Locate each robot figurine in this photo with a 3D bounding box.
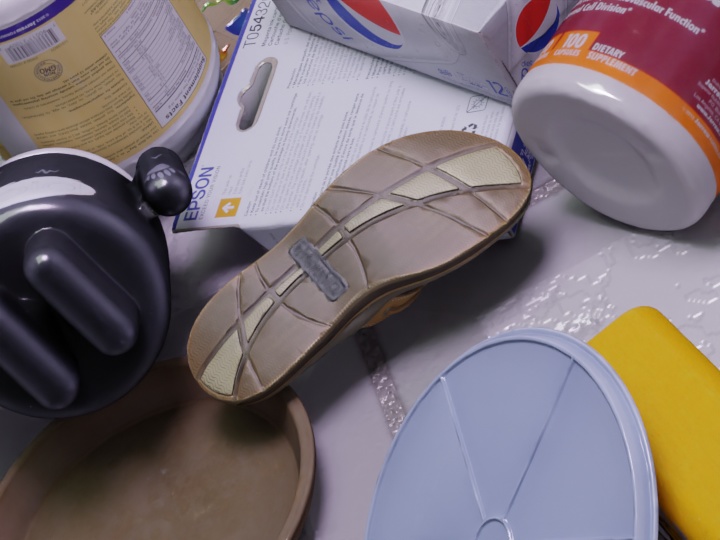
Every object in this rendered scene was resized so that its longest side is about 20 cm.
[{"bbox_3d":[-0.160,0.007,1.415,0.150,0.125,0.200,-6,15,-4],"label":"robot figurine"}]

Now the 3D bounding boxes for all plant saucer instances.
[{"bbox_3d":[-0.108,0.129,1.362,0.200,0.029,0.200,-19,43,19],"label":"plant saucer"}]

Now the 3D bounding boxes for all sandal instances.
[{"bbox_3d":[0.000,0.000,1.370,0.200,0.054,0.080,-38,65,3],"label":"sandal"}]

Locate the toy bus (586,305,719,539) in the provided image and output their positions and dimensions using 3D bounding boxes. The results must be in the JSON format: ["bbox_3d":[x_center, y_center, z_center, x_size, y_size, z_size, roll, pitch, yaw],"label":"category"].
[{"bbox_3d":[0.167,0.102,1.168,0.065,0.078,0.200,-37,41,-3],"label":"toy bus"}]

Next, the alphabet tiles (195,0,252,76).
[{"bbox_3d":[-0.141,-0.137,1.655,0.200,0.008,0.167,-47,42,-15],"label":"alphabet tiles"}]

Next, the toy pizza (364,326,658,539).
[{"bbox_3d":[0.070,0.125,1.194,0.200,0.032,0.200,-22,62,49],"label":"toy pizza"}]

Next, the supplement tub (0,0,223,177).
[{"bbox_3d":[-0.167,-0.135,1.511,0.145,0.200,0.146,-14,49,17],"label":"supplement tub"}]

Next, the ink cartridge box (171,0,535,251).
[{"bbox_3d":[0.012,-0.094,1.485,0.200,0.043,0.197,-5,50,30],"label":"ink cartridge box"}]

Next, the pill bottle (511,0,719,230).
[{"bbox_3d":[0.174,-0.129,1.357,0.114,0.114,0.200,15,61,42],"label":"pill bottle"}]

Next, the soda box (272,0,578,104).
[{"bbox_3d":[0.028,-0.155,1.453,0.200,0.063,0.068,25,68,44],"label":"soda box"}]
